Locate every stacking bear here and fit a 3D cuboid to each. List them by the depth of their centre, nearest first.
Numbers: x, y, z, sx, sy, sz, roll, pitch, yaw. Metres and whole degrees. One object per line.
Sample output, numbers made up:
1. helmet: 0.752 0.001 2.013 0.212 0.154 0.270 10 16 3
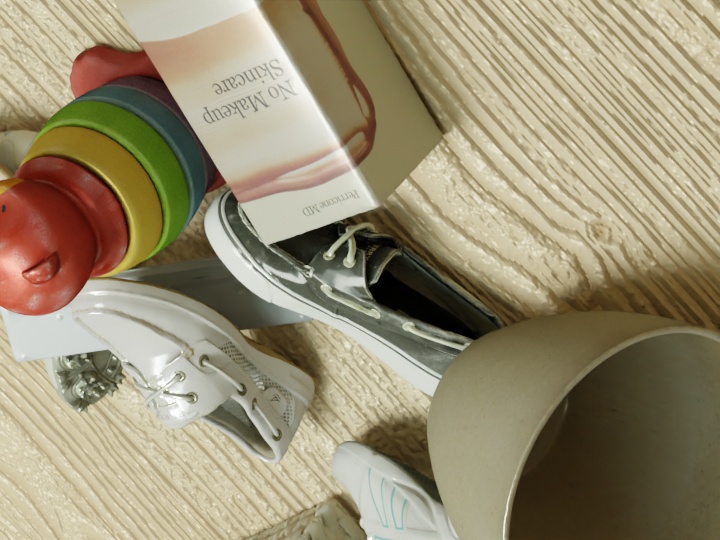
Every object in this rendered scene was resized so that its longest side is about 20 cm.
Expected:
1. stacking bear: -0.164 -0.047 1.642 0.121 0.200 0.114 -11 115 39

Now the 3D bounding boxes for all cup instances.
1. cup: 0.120 0.104 1.591 0.143 0.200 0.201 30 140 49

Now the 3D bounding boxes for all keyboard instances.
1. keyboard: -0.132 0.022 1.748 0.199 0.011 0.056 -8 126 8

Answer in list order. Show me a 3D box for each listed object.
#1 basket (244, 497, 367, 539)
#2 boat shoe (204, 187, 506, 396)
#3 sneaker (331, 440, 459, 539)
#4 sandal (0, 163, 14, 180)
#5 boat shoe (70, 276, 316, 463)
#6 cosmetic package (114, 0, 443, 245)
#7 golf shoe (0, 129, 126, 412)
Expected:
1. basket: -0.051 0.295 1.823 0.161 0.198 0.200 -30 102 41
2. boat shoe: 0.000 0.000 1.661 0.200 0.071 0.064 31 140 0
3. sneaker: 0.031 0.170 1.709 0.070 0.080 0.200 29 -176 -38
4. sandal: -0.298 -0.040 1.785 0.211 0.070 0.078 17 126 48
5. boat shoe: -0.107 0.066 1.716 0.071 0.070 0.200 -8 150 46
6. cosmetic package: -0.053 -0.127 1.588 0.103 0.087 0.200 -20 109 41
7. golf shoe: -0.200 -0.005 1.804 0.097 0.078 0.201 24 129 41
